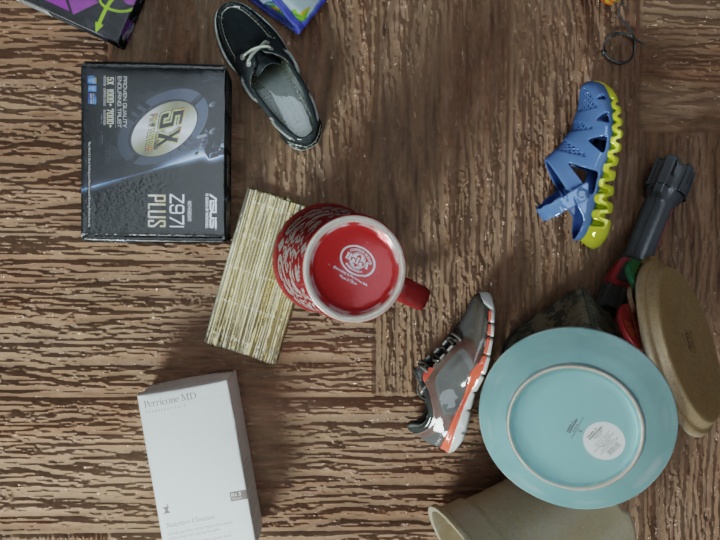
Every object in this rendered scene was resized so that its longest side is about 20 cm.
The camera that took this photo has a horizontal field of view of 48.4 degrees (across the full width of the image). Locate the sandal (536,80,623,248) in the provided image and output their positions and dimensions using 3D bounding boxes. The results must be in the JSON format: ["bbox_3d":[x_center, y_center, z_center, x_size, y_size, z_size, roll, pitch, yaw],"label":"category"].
[{"bbox_3d":[0.265,-0.131,0.972,0.086,0.079,0.202,6,90,0],"label":"sandal"}]

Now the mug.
[{"bbox_3d":[-0.003,-0.011,0.890,0.175,0.200,0.135,-5,94,-10],"label":"mug"}]

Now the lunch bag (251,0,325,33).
[{"bbox_3d":[-0.095,-0.403,0.922,0.200,0.127,0.171,39,86,-18],"label":"lunch bag"}]

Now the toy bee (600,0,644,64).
[{"bbox_3d":[0.302,-0.365,0.950,0.200,0.109,0.131,44,87,-4],"label":"toy bee"}]

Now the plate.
[{"bbox_3d":[0.217,0.156,0.810,0.198,0.026,0.202,5,105,17],"label":"plate"}]

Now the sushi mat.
[{"bbox_3d":[-0.120,0.006,0.982,0.095,0.012,0.202,16,91,-3],"label":"sushi mat"}]

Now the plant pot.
[{"bbox_3d":[0.209,0.314,0.938,0.182,0.200,0.202,-30,93,-14],"label":"plant pot"}]

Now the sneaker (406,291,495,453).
[{"bbox_3d":[0.107,0.117,0.971,0.081,0.077,0.202,17,90,2],"label":"sneaker"}]

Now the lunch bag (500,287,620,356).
[{"bbox_3d":[0.256,0.142,0.913,0.139,0.200,0.168,-39,98,19],"label":"lunch bag"}]

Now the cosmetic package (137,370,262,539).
[{"bbox_3d":[-0.188,0.229,0.951,0.112,0.081,0.202,-12,93,-1],"label":"cosmetic package"}]

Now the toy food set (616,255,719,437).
[{"bbox_3d":[0.334,0.081,0.867,0.048,0.197,0.202,-20,85,36],"label":"toy food set"}]

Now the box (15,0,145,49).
[{"bbox_3d":[-0.309,-0.386,0.947,0.142,0.036,0.202,23,89,-4],"label":"box"}]

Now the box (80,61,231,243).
[{"bbox_3d":[-0.234,-0.133,0.934,0.162,0.086,0.202,1,92,-4],"label":"box"}]

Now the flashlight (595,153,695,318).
[{"bbox_3d":[0.355,-0.036,0.988,0.067,0.068,0.202,25,85,-12],"label":"flashlight"}]

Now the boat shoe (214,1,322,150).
[{"bbox_3d":[-0.107,-0.237,0.951,0.075,0.060,0.201,-37,94,-2],"label":"boat shoe"}]
